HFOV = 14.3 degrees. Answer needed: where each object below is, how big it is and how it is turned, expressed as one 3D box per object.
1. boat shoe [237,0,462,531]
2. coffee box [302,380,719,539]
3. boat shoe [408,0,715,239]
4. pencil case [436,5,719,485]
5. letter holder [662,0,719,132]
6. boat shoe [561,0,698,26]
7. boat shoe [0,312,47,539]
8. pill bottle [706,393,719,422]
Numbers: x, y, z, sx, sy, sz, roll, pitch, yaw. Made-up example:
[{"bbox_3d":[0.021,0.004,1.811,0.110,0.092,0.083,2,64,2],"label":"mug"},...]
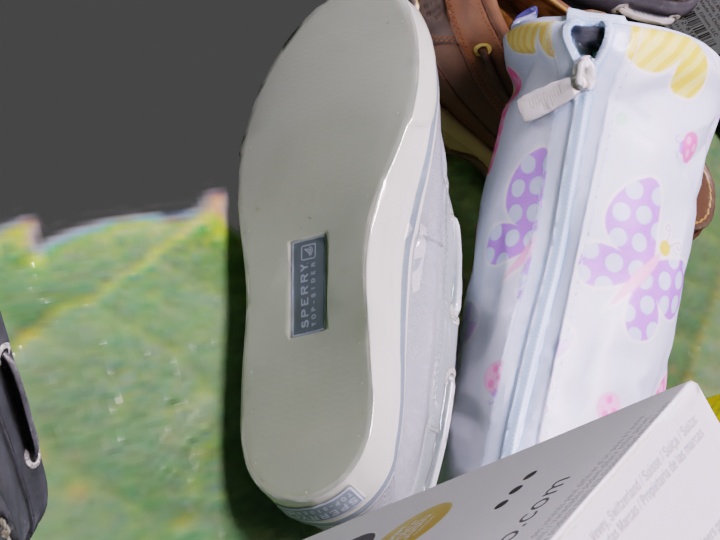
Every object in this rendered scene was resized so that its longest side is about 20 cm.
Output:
[{"bbox_3d":[0.001,0.000,0.990,0.072,0.070,0.202,43,44,-51],"label":"boat shoe"},{"bbox_3d":[0.029,0.188,0.790,0.200,0.197,0.201,-40,100,-45],"label":"coffee box"},{"bbox_3d":[0.081,-0.061,1.113,0.200,0.067,0.072,32,50,-40],"label":"boat shoe"},{"bbox_3d":[0.075,0.010,1.010,0.091,0.083,0.201,78,23,-82],"label":"pencil case"},{"bbox_3d":[0.166,-0.179,1.255,0.200,0.100,0.143,50,38,-25],"label":"letter holder"},{"bbox_3d":[0.059,-0.139,1.127,0.200,0.060,0.074,31,52,-41],"label":"boat shoe"},{"bbox_3d":[-0.137,-0.002,0.797,0.066,0.074,0.200,-37,104,-55],"label":"boat shoe"},{"bbox_3d":[0.187,0.086,1.067,0.109,0.199,0.110,27,53,-43],"label":"pill bottle"}]
